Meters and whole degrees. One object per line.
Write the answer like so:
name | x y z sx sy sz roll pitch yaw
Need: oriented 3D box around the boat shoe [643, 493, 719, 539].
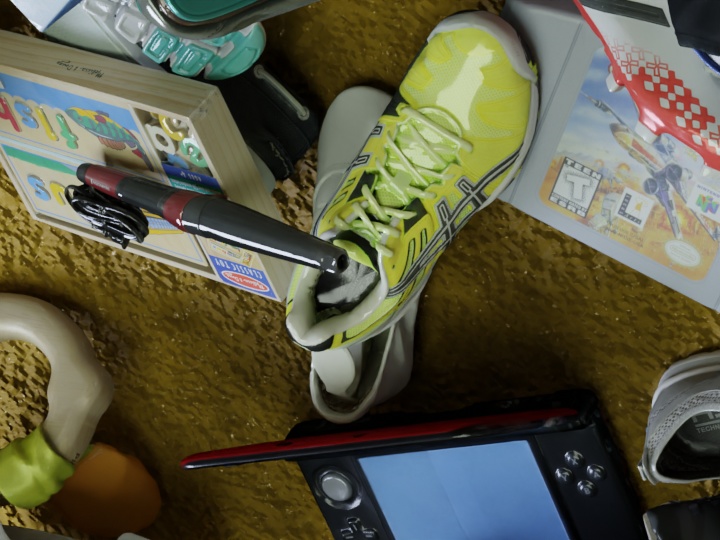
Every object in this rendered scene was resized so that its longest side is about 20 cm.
boat shoe | 0.208 0.175 1.521 0.092 0.075 0.200 -16 150 2

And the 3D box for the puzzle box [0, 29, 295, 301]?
puzzle box | -0.127 -0.059 1.516 0.199 0.025 0.133 17 145 41

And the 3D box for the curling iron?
curling iron | -0.077 -0.024 1.444 0.199 0.026 0.050 11 150 44

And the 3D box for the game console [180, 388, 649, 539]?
game console | 0.034 0.132 1.561 0.199 0.119 0.173 -8 118 33

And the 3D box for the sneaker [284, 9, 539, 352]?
sneaker | 0.026 -0.036 1.413 0.075 0.076 0.201 30 118 7

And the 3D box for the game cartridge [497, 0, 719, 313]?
game cartridge | 0.149 -0.061 1.415 0.199 0.042 0.134 27 136 9

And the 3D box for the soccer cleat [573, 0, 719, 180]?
soccer cleat | 0.144 -0.123 1.314 0.200 0.068 0.085 54 125 27

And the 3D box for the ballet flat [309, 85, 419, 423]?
ballet flat | 0.000 0.000 1.520 0.069 0.069 0.201 16 129 18

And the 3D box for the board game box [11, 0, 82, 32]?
board game box | -0.057 -0.217 1.301 0.043 0.200 0.199 47 132 -3

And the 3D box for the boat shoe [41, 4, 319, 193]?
boat shoe | -0.108 -0.120 1.497 0.200 0.060 0.076 45 159 -10

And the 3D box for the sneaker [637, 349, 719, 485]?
sneaker | 0.229 0.075 1.436 0.199 0.082 0.075 -19 112 37

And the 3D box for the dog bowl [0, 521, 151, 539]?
dog bowl | -0.192 0.192 1.701 0.199 0.059 0.200 10 160 4

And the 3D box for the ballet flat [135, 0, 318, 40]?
ballet flat | -0.016 -0.163 1.377 0.064 0.199 0.068 -172 64 -77

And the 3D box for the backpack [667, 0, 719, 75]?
backpack | 0.221 -0.160 1.216 0.190 0.154 0.201 0 101 28

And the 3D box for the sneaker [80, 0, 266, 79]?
sneaker | -0.127 -0.177 1.440 0.199 0.091 0.078 33 137 -9

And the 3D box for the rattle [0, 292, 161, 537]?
rattle | -0.218 0.067 1.713 0.199 0.143 0.131 26 101 30
